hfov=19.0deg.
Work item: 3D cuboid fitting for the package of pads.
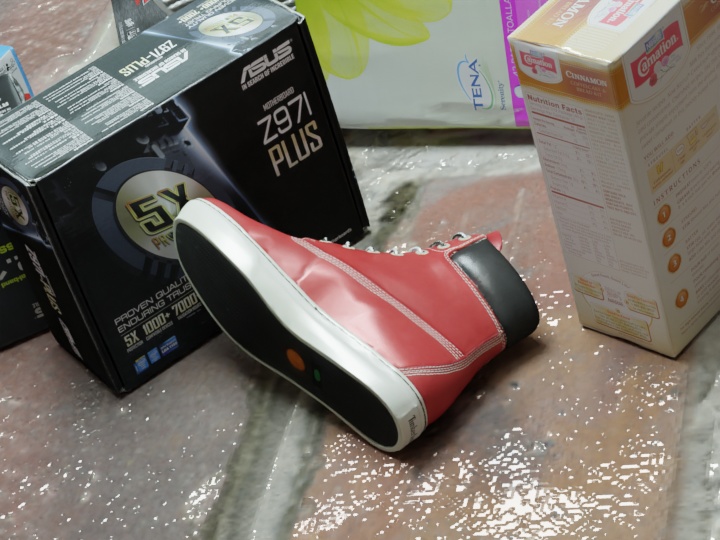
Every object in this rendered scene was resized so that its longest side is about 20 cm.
[{"bbox_3d":[0.056,-0.168,1.394,0.199,0.155,0.068,2,27,23],"label":"package of pads"}]

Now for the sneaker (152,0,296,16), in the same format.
[{"bbox_3d":[-0.086,-0.197,1.485,0.073,0.200,0.114,-53,33,13],"label":"sneaker"}]

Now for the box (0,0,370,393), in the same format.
[{"bbox_3d":[-0.112,-0.052,1.307,0.200,0.164,0.086,-33,38,-20],"label":"box"}]

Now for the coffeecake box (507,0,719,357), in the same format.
[{"bbox_3d":[0.173,-0.081,1.191,0.073,0.200,0.153,20,50,40],"label":"coffeecake box"}]

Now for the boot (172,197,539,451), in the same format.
[{"bbox_3d":[0.000,0.000,1.245,0.200,0.073,0.144,38,59,23],"label":"boot"}]

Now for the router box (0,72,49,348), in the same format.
[{"bbox_3d":[-0.276,-0.013,1.337,0.199,0.150,0.062,-24,36,-6],"label":"router box"}]

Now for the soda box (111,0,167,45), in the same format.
[{"bbox_3d":[-0.141,-0.178,1.557,0.063,0.071,0.200,-19,36,1],"label":"soda box"}]

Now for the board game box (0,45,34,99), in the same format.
[{"bbox_3d":[-0.370,-0.091,1.556,0.199,0.056,0.196,7,44,30],"label":"board game box"}]
